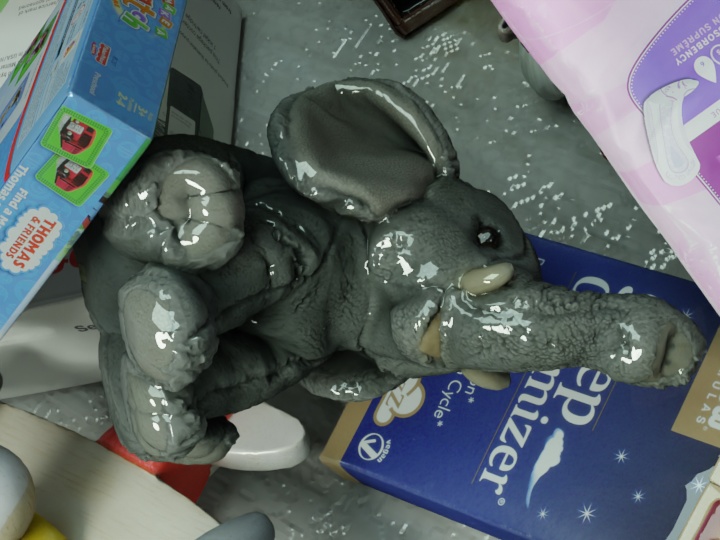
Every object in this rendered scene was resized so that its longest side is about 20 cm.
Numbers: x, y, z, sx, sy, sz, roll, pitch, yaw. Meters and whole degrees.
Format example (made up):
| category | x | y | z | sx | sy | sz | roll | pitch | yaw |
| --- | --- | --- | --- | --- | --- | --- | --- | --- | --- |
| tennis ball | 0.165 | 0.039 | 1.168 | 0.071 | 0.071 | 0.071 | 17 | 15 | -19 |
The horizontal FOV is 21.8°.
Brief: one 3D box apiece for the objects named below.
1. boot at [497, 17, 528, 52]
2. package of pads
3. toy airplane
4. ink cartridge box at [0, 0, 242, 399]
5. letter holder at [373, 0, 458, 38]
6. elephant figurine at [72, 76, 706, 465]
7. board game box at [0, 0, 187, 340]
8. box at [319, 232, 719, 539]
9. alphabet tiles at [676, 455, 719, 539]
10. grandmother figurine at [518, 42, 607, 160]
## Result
| category | x | y | z | sx | sy | sz | roll | pitch | yaw |
| --- | --- | --- | --- | --- | --- | --- | --- | --- | --- |
| boot | 0.173 | -0.106 | 0.696 | 0.200 | 0.069 | 0.174 | 27 | 81 | 13 |
| package of pads | 0.143 | -0.056 | 0.623 | 0.120 | 0.076 | 0.200 | -36 | 92 | 18 |
| toy airplane | -0.117 | 0.099 | 0.751 | 0.200 | 0.141 | 0.199 | -22 | 55 | 17 |
| ink cartridge box | -0.143 | -0.048 | 0.884 | 0.145 | 0.084 | 0.200 | -11 | 58 | 24 |
| letter holder | -0.005 | -0.237 | 0.878 | 0.101 | 0.142 | 0.200 | -33 | 52 | 9 |
| elephant figurine | 0.000 | 0.000 | 0.709 | 0.200 | 0.142 | 0.155 | -11 | 76 | -18 |
| board game box | -0.133 | -0.031 | 0.708 | 0.200 | 0.037 | 0.151 | -47 | 22 | 31 |
| box | 0.092 | 0.055 | 0.732 | 0.200 | 0.032 | 0.121 | 18 | 73 | 34 |
| alphabet tiles | 0.216 | 0.099 | 0.635 | 0.200 | 0.008 | 0.167 | 24 | 77 | 27 |
| grandmother figurine | 0.144 | -0.073 | 0.763 | 0.200 | 0.061 | 0.121 | 25 | 50 | 39 |
